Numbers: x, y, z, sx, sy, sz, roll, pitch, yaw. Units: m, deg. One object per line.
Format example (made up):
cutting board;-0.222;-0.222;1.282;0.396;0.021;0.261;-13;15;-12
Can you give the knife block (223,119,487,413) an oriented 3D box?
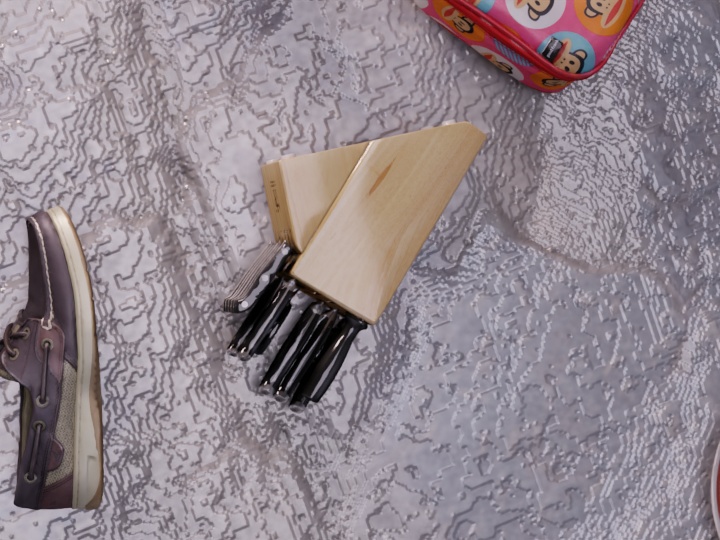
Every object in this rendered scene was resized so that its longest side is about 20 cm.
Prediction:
knife block;0.000;0.000;0.985;0.200;0.064;0.176;-14;95;-15

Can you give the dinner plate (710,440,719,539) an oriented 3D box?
dinner plate;0.356;0.163;1.103;0.200;0.024;0.200;0;90;-15

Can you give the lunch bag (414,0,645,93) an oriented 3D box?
lunch bag;0.128;-0.246;1.011;0.176;0.082;0.200;33;81;-9

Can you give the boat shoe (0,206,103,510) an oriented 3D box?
boat shoe;-0.205;0.060;0.929;0.065;0.072;0.200;-6;98;-19
